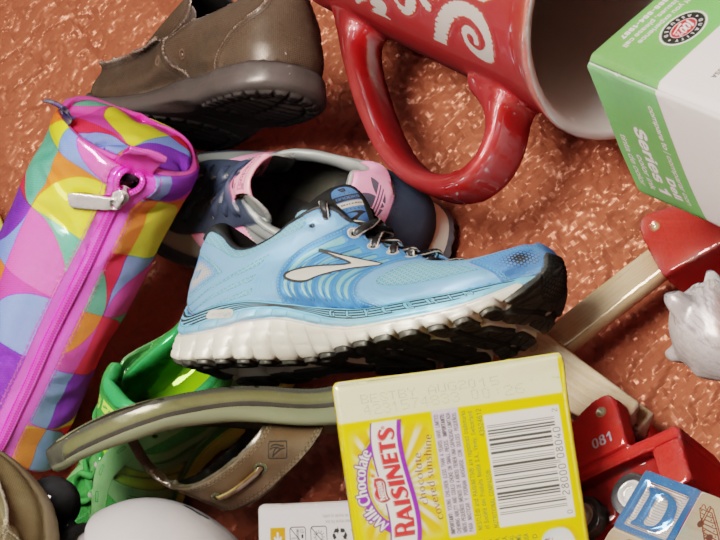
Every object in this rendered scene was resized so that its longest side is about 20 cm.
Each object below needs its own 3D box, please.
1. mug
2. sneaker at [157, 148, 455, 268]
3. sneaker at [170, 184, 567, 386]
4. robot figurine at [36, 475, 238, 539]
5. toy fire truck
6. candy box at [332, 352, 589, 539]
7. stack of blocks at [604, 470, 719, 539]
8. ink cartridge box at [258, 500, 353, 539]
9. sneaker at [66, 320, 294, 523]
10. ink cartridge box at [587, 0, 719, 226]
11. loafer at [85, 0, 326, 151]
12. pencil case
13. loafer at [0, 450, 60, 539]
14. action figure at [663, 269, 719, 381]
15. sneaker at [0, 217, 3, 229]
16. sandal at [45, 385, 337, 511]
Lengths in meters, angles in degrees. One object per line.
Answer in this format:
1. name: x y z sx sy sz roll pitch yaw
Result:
1. mug: 0.048 -0.142 1.392 0.178 0.133 0.200 -42 42 -20
2. sneaker: -0.051 -0.039 1.440 0.200 0.082 0.070 5 69 36
3. sneaker: 0.000 0.000 1.317 0.200 0.078 0.090 -5 76 27
4. robot figurine: -0.132 0.192 1.345 0.200 0.150 0.125 -36 27 14
5. toy fire truck: 0.104 0.066 1.299 0.200 0.049 0.141 -27 53 21
6. candy box: 0.051 0.141 1.230 0.102 0.026 0.200 -8 85 -1
7. stack of blocks: 0.176 0.169 1.126 0.200 0.059 0.115 20 71 37
8. ink cartridge box: 0.000 0.202 1.276 0.095 0.037 0.200 -6 80 39
9. sneaker: -0.114 0.085 1.414 0.074 0.084 0.200 36 89 41
10. ink cartridge box: 0.218 -0.073 1.177 0.145 0.084 0.200 -41 40 -19
11. loafer: -0.074 -0.107 1.472 0.200 0.073 0.071 -4 73 55
12. pencil case: -0.154 0.007 1.445 0.088 0.088 0.200 46 118 41
13. loafer: -0.176 0.136 1.277 0.076 0.067 0.200 -41 39 8
14. action figure: 0.219 -0.007 1.213 0.193 0.105 0.200 -16 68 2
15. sneaker: -0.227 -0.001 1.493 0.090 0.078 0.200 -61 2 30
16. sandal: -0.046 0.083 1.332 0.201 0.080 0.057 -3 87 -6
